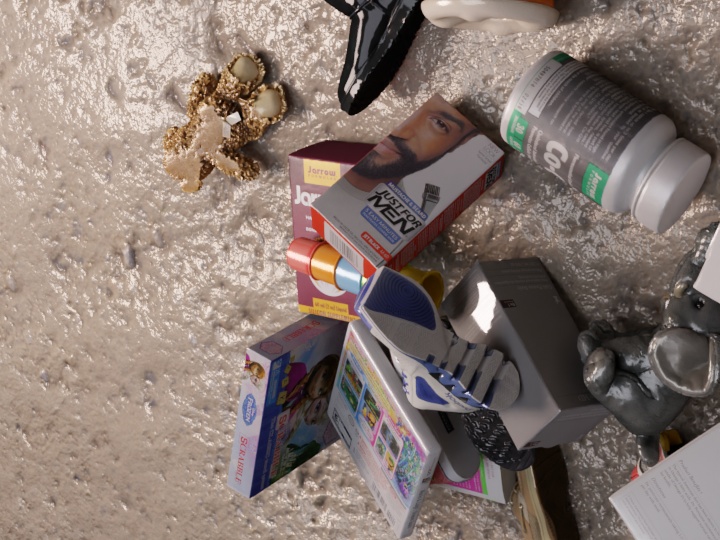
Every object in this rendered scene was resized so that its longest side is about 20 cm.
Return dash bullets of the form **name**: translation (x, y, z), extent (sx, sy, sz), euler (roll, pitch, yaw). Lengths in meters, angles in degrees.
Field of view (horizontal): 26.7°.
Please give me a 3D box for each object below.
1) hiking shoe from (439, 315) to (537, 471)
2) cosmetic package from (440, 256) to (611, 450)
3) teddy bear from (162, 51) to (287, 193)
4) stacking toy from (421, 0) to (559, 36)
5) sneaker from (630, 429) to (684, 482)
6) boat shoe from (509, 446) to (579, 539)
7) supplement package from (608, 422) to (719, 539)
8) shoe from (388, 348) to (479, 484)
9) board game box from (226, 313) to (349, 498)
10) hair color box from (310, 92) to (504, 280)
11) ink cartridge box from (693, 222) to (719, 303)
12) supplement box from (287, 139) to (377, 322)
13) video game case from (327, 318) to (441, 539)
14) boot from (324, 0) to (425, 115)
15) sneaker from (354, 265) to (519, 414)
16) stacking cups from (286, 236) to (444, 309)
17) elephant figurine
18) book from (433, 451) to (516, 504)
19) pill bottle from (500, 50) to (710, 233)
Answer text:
- **hiking shoe**: translation (0.149, 0.131, 1.733), extent (0.076, 0.100, 0.201), euler (-34, 85, 34)
- **cosmetic package**: translation (0.186, 0.091, 1.673), extent (0.090, 0.106, 0.201), euler (-52, 56, 37)
- **teddy bear**: translation (-0.168, -0.185, 1.911), extent (0.144, 0.067, 0.201), euler (35, 119, 11)
- **stacking toy**: translation (0.143, -0.352, 1.581), extent (0.145, 0.146, 0.202), euler (7, 92, 36)
- **sneaker**: translation (0.387, 0.244, 1.631), extent (0.199, 0.078, 0.083), euler (30, 119, 24)
- **boat shoe**: translation (0.205, 0.274, 1.786), extent (0.064, 0.071, 0.202), euler (-5, 105, 38)
- **supplement package**: translation (0.371, 0.224, 1.548), extent (0.199, 0.117, 0.117), euler (-35, 75, 10)
- **shoe**: translation (0.064, 0.162, 1.795), extent (0.091, 0.071, 0.202), euler (-21, 94, 47)
- **board game box**: translation (-0.077, 0.154, 1.874), extent (0.041, 0.199, 0.202), euler (26, 122, 26)
- **hair color box**: translation (0.052, -0.089, 1.683), extent (0.111, 0.200, 0.064), euler (42, 163, 16)
- **ink cartridge box**: translation (0.449, -0.014, 1.436), extent (0.199, 0.147, 0.146), euler (32, 124, 23)
- **supplement box**: translation (-0.015, -0.047, 1.822), extent (0.110, 0.085, 0.202), euler (10, 113, 35)
- **video game case**: translation (0.024, 0.188, 1.796), extent (0.201, 0.024, 0.183), euler (58, 151, 33)
- **boot**: translation (-0.014, -0.301, 1.732), extent (0.162, 0.073, 0.199), euler (40, 120, 16)
- **sneaker**: translation (0.065, 0.096, 1.632), extent (0.199, 0.081, 0.115), euler (39, 147, -7)
- **stacking cups**: translation (0.000, 0.000, 1.734), extent (0.199, 0.060, 0.061), euler (21, 119, 34)
- **elephant figurine**: translation (0.336, 0.076, 1.577), extent (0.199, 0.142, 0.155), euler (-30, 124, 29)
- **book**: translation (0.097, 0.202, 1.860), extent (0.199, 0.048, 0.135), euler (11, 114, 37)
- **pill bottle**: translation (0.253, -0.131, 1.565), extent (0.199, 0.113, 0.114), euler (36, 126, 22)
